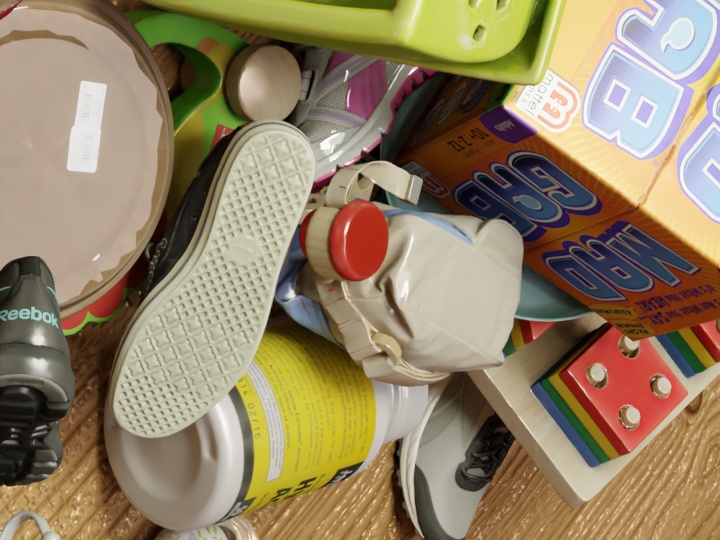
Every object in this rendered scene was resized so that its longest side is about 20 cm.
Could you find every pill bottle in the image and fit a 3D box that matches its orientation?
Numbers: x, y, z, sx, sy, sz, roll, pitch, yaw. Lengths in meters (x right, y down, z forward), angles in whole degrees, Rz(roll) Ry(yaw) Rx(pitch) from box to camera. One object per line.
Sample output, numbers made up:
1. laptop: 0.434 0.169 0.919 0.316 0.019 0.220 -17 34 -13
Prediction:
1. pill bottle: -0.052 0.085 1.640 0.199 0.111 0.112 -15 112 -46

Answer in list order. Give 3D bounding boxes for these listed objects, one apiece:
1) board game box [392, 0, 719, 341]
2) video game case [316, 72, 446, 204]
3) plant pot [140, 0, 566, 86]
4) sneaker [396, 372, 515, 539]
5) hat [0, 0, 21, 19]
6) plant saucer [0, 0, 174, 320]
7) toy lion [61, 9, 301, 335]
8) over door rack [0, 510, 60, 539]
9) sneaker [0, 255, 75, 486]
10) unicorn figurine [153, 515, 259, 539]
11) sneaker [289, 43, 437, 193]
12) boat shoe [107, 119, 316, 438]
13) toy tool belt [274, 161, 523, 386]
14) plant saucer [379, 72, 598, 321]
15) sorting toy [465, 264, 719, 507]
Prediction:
1. board game box: 0.176 -0.103 1.615 0.199 0.200 0.201 35 74 -11
2. video game case: 0.036 -0.075 1.764 0.182 0.022 0.201 44 68 -46
3. plant pot: 0.020 -0.208 1.444 0.181 0.198 0.201 18 87 -54
4. sneaker: 0.084 0.098 1.829 0.074 0.079 0.201 18 89 -52
5. hat: -0.271 -0.072 1.317 0.199 0.176 0.167 9 100 -12
6. plant saucer: -0.184 -0.064 1.458 0.199 0.029 0.201 -7 102 -34
7. toy lion: -0.143 -0.058 1.537 0.191 0.068 0.201 19 86 -43
8. over door rack: -0.258 0.203 1.440 0.201 0.066 0.148 -57 141 -5
9. sneaker: -0.191 0.061 1.443 0.075 0.200 0.080 6 65 -18
10. unicorn figurine: -0.130 0.206 1.627 0.200 0.074 0.138 -43 123 -51
11. sneaker: -0.012 -0.121 1.652 0.088 0.081 0.200 43 69 -5
12. boat shoe: -0.086 0.003 1.518 0.074 0.062 0.201 22 100 -19
13. toy tool belt: 0.000 0.000 1.584 0.200 0.122 0.126 25 77 -51
14. plant saucer: 0.101 -0.057 1.726 0.199 0.027 0.201 9 65 -19
15. sorting toy: 0.158 0.018 1.785 0.200 0.070 0.199 -39 93 -35
